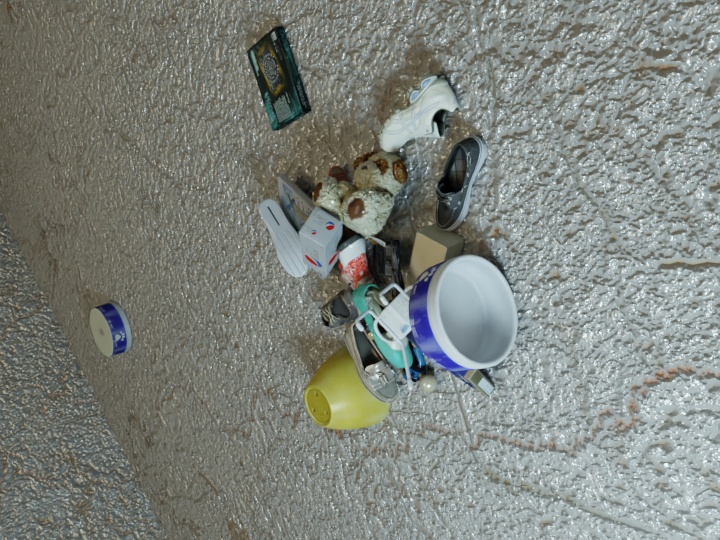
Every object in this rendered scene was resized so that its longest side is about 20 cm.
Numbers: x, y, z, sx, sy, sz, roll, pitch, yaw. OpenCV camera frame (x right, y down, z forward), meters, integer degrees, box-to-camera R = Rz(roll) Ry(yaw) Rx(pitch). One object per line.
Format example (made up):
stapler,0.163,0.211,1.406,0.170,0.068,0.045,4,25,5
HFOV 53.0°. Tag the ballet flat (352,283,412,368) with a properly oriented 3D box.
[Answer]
ballet flat,0.053,0.112,1.498,0.201,0.067,0.070,57,146,7

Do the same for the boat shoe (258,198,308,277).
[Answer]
boat shoe,-0.176,-0.078,1.710,0.071,0.072,0.201,105,141,-88

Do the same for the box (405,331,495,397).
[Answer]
box,0.167,0.174,1.442,0.200,0.121,0.032,34,84,37

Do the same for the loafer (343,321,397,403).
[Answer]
loafer,0.022,0.207,1.639,0.201,0.072,0.063,59,162,18

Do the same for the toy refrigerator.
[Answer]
toy refrigerator,0.142,0.015,1.439,0.076,0.070,0.201,30,127,31

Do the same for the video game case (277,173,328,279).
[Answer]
video game case,-0.135,-0.104,1.693,0.200,0.022,0.183,44,147,41

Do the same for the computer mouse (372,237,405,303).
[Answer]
computer mouse,0.068,0.006,1.486,0.200,0.046,0.141,176,90,-80

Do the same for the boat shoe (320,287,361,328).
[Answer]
boat shoe,-0.048,0.096,1.632,0.075,0.073,0.200,57,164,10

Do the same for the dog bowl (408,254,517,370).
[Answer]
dog bowl,0.185,0.077,1.297,0.079,0.199,0.201,-20,90,52

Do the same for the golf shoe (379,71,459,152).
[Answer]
golf shoe,0.108,-0.274,1.360,0.097,0.078,0.200,53,139,11

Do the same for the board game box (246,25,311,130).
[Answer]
board game box,-0.191,-0.440,1.670,0.135,0.028,0.201,-15,94,51

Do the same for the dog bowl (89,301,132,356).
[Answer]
dog bowl,-0.961,0.226,2.781,0.200,0.079,0.201,21,119,43

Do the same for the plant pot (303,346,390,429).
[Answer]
plant pot,-0.048,0.295,1.708,0.200,0.142,0.201,21,120,42

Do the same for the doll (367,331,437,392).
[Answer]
doll,0.096,0.189,1.573,0.200,0.048,0.137,44,144,30

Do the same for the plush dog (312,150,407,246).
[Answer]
plush dog,0.027,-0.158,1.445,0.200,0.160,0.172,27,84,52

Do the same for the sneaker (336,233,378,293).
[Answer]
sneaker,0.001,0.000,1.555,0.108,0.067,0.202,56,166,14

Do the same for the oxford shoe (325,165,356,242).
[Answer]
oxford shoe,-0.059,-0.133,1.610,0.074,0.071,0.201,14,114,51

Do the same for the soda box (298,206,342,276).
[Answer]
soda box,-0.081,-0.056,1.504,0.063,0.068,0.200,31,164,8

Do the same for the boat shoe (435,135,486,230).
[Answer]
boat shoe,0.172,-0.155,1.336,0.070,0.066,0.201,46,134,27

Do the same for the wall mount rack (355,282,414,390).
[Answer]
wall mount rack,0.083,0.122,1.379,0.174,0.075,0.200,46,141,5
